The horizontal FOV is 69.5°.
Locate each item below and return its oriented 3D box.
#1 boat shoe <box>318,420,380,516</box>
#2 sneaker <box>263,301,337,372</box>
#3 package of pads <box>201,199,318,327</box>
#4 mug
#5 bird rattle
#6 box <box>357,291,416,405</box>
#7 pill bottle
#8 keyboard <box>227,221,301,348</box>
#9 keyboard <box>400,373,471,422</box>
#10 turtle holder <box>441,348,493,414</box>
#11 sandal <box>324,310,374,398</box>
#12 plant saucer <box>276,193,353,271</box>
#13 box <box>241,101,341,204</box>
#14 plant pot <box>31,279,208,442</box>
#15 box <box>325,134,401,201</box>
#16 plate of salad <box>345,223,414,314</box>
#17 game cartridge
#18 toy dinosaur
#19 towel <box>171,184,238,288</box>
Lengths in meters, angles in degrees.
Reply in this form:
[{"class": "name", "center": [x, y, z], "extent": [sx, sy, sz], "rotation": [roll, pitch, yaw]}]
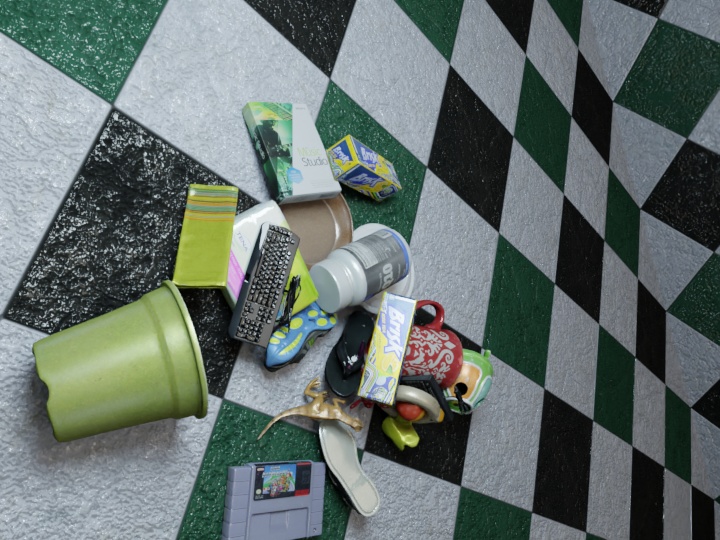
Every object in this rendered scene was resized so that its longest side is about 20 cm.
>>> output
[{"class": "boat shoe", "center": [-0.030, 0.378, 1.008], "extent": [0.073, 0.060, 0.202], "rotation": [-31, 90, -31]}, {"class": "sneaker", "center": [-0.114, 0.120, 0.971], "extent": [0.071, 0.083, 0.199], "rotation": [43, 39, 7]}, {"class": "package of pads", "center": [-0.175, -0.004, 0.914], "extent": [0.153, 0.068, 0.203], "rotation": [-32, 105, -25]}, {"class": "mug", "center": [0.109, 0.160, 1.146], "extent": [0.197, 0.133, 0.181], "rotation": [17, 54, -35]}, {"class": "bird rattle", "center": [0.083, 0.270, 1.073], "extent": [0.201, 0.160, 0.114], "rotation": [55, 39, -29]}, {"class": "box", "center": [0.054, 0.150, 0.995], "extent": [0.064, 0.068, 0.204], "rotation": [74, 30, -71]}, {"class": "pill bottle", "center": [0.000, 0.000, 1.018], "extent": [0.198, 0.113, 0.116], "rotation": [-27, 101, -38]}, {"class": "keyboard", "center": [-0.144, 0.027, 0.869], "extent": [0.102, 0.039, 0.205], "rotation": [20, 80, -25]}, {"class": "keyboard", "center": [0.170, 0.283, 1.133], "extent": [0.201, 0.124, 0.021], "rotation": [60, 28, -44]}, {"class": "turtle holder", "center": [0.235, 0.267, 1.234], "extent": [0.138, 0.186, 0.134], "rotation": [23, 57, -8]}, {"class": "sandal", "center": [-0.019, 0.155, 1.033], "extent": [0.074, 0.048, 0.203], "rotation": [22, 48, -5]}, {"class": "plant saucer", "center": [-0.098, -0.090, 1.044], "extent": [0.198, 0.036, 0.206], "rotation": [9, 77, -43]}, {"class": "box", "center": [-0.132, -0.231, 1.005], "extent": [0.143, 0.036, 0.204], "rotation": [-14, 76, -43]}, {"class": "plant pot", "center": [-0.327, 0.135, 0.703], "extent": [0.181, 0.199, 0.205], "rotation": [-16, 93, -31]}, {"class": "box", "center": [0.011, -0.211, 1.098], "extent": [0.199, 0.064, 0.071], "rotation": [12, 54, -60]}, {"class": "plate of salad", "center": [0.038, -0.002, 1.149], "extent": [0.196, 0.048, 0.205], "rotation": [9, 74, -32]}, {"class": "game cartridge", "center": [-0.146, 0.407, 0.914], "extent": [0.197, 0.038, 0.133], "rotation": [14, 77, -41]}, {"class": "toy dinosaur", "center": [-0.088, 0.257, 0.964], "extent": [0.195, 0.107, 0.062], "rotation": [6, 121, -9]}, {"class": "towel", "center": [-0.247, -0.060, 0.835], "extent": [0.084, 0.018, 0.204], "rotation": [-1, 55, -4]}]
